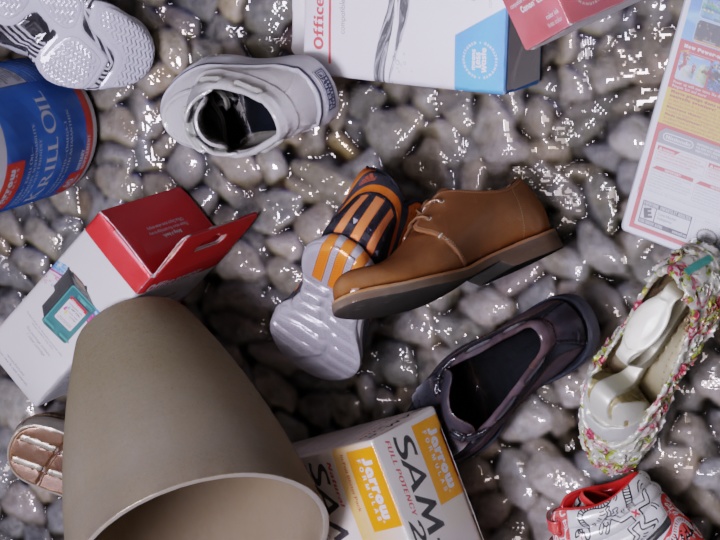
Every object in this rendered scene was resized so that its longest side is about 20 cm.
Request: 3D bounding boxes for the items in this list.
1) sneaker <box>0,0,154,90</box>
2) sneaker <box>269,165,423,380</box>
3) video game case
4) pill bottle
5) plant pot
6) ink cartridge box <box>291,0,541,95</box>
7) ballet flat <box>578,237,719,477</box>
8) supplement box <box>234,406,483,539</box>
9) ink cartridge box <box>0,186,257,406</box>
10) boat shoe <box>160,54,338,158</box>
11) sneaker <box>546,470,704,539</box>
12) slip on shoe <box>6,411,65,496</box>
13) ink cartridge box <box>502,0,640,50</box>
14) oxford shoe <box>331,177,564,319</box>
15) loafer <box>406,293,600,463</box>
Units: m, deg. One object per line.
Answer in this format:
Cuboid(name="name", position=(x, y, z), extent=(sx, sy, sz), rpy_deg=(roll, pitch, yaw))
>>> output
Cuboid(name="sneaker", position=(-0.254, -0.203, 1.723), extent=(0.198, 0.115, 0.076), rpy_deg=(14, 113, -13))
Cuboid(name="sneaker", position=(0.000, 0.000, 1.640), extent=(0.077, 0.112, 0.200), rpy_deg=(34, 150, 2))
Cuboid(name="video game case", position=(0.266, -0.097, 1.510), extent=(0.142, 0.017, 0.201), rpy_deg=(22, 112, 21))
Cuboid(name="pill bottle", position=(-0.295, -0.094, 1.694), extent=(0.111, 0.200, 0.113), rpy_deg=(7, 106, 25))
Cuboid(name="plant pot", position=(-0.140, 0.124, 1.611), extent=(0.187, 0.187, 0.201), rpy_deg=(-45, 47, 28))
Cuboid(name="ink cartridge box", position=(0.025, -0.193, 1.582), extent=(0.199, 0.068, 0.117), rpy_deg=(8, 105, 26))
Cuboid(name="ballet flat", position=(0.190, 0.063, 1.551), extent=(0.076, 0.064, 0.201), rpy_deg=(40, 123, 27))
Cuboid(name="supplement box", position=(-0.011, 0.186, 1.657), extent=(0.199, 0.073, 0.127), rpy_deg=(-20, 92, 47))
Cuboid(name="ink cartridge box", position=(-0.180, 0.007, 1.708), extent=(0.067, 0.116, 0.200), rpy_deg=(49, 118, 9))
Cuboid(name="boat shoe", position=(-0.097, -0.112, 1.628), extent=(0.199, 0.066, 0.072), rpy_deg=(4, 119, 51))
Cuboid(name="sneaker", position=(0.153, 0.224, 1.614), extent=(0.201, 0.067, 0.108), rpy_deg=(-37, 90, 24))
Cuboid(name="slip on shoe", position=(-0.183, 0.170, 1.784), extent=(0.199, 0.061, 0.077), rpy_deg=(22, 105, 1))
Cuboid(name="ink cartridge box", position=(0.125, -0.262, 1.479), extent=(0.201, 0.116, 0.067), rpy_deg=(64, 155, 0))
Cuboid(name="oxford shoe", position=(0.050, -0.016, 1.547), extent=(0.071, 0.199, 0.072), rpy_deg=(-28, 84, 50))
Cuboid(name="loafer", position=(0.084, 0.082, 1.609), extent=(0.200, 0.063, 0.072), rpy_deg=(-41, 73, 36))
